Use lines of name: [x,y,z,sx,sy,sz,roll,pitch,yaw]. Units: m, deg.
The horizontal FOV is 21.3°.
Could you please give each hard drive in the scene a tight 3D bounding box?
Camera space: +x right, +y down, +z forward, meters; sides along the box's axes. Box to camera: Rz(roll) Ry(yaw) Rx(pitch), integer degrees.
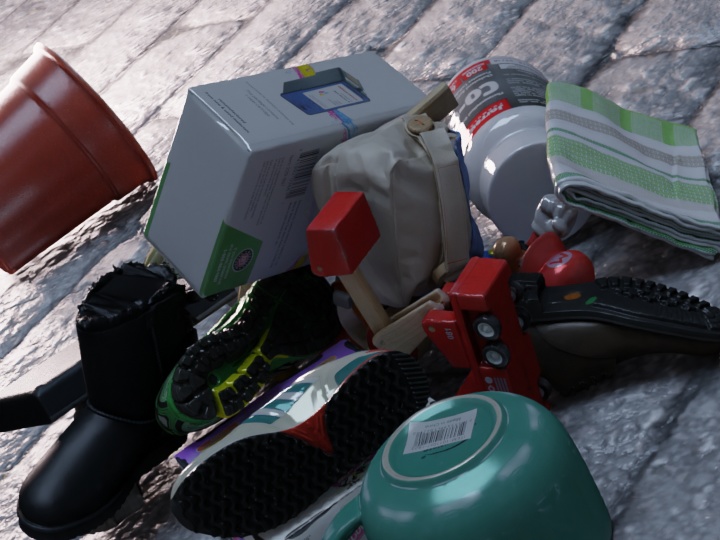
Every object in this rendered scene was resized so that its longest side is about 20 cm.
hard drive: [-0.214,0.068,1.624,0.200,0.033,0.140,-35,10,-29]

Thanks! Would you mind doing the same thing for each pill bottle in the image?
pill bottle: [0.138,-0.106,1.684,0.114,0.114,0.200,-26,26,4]

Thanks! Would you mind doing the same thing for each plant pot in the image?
plant pot: [-0.363,-0.112,2.114,0.195,0.201,0.201,-43,28,-10]

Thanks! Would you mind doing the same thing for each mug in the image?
mug: [0.064,0.162,1.268,0.185,0.114,0.152,-37,28,-19]

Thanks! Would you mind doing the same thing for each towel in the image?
towel: [0.223,-0.091,1.566,0.200,0.149,0.031,-85,18,-59]

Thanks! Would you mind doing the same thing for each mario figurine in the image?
mario figurine: [0.103,-0.003,1.530,0.106,0.124,0.200,8,-6,-36]

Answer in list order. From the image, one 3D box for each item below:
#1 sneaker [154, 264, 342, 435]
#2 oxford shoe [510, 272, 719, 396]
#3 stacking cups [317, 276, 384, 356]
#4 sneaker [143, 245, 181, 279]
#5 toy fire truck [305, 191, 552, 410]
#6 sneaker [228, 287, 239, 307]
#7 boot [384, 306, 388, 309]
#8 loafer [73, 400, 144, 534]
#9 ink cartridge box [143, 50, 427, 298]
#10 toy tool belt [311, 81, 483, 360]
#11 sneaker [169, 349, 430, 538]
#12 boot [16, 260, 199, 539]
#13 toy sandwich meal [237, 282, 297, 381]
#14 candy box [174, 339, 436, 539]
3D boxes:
sneaker: [-0.092,0.059,1.516,0.200,0.078,0.085,-36,1,-40]
oxford shoe: [0.177,0.051,1.423,0.200,0.084,0.073,3,21,18]
stacking cups: [0.000,0.000,1.608,0.060,0.061,0.200,-2,61,42]
sneaker: [-0.120,-0.022,1.840,0.200,0.077,0.089,-30,37,3]
toy fire truck: [0.051,0.038,1.388,0.141,0.200,0.049,4,39,31]
sneaker: [-0.064,-0.038,1.785,0.200,0.087,0.075,-43,5,-8]
boot: [0.001,-0.056,1.706,0.068,0.131,0.200,-19,27,17]
loafer: [-0.204,0.147,1.618,0.070,0.070,0.200,-16,33,7]
ink cartridge box: [-0.054,-0.078,1.493,0.200,0.145,0.088,-16,50,-41]
toy tool belt: [0.048,-0.033,1.461,0.125,0.200,0.123,18,42,36]
sneaker: [-0.045,0.120,1.359,0.200,0.070,0.093,-33,9,-6]
boot: [-0.198,0.097,1.485,0.073,0.163,0.198,21,38,27]
toy sandwich meal: [-0.068,0.007,1.651,0.070,0.205,0.205,6,28,-4]
candy box: [-0.024,0.149,1.426,0.168,0.072,0.200,-34,26,-13]
